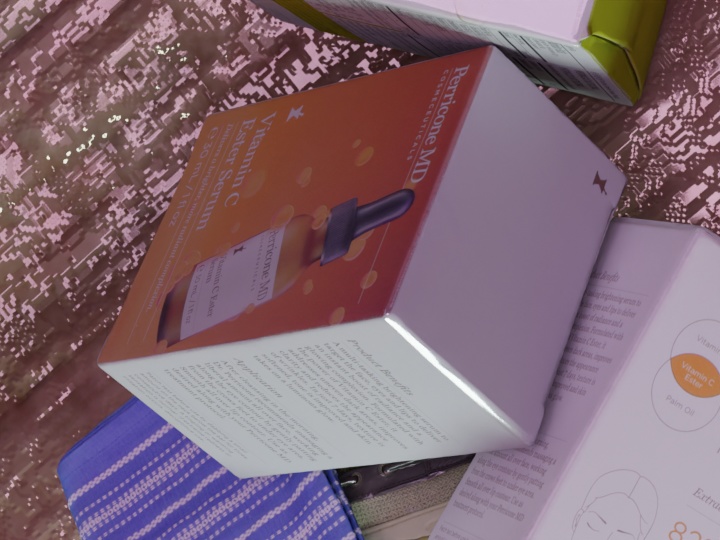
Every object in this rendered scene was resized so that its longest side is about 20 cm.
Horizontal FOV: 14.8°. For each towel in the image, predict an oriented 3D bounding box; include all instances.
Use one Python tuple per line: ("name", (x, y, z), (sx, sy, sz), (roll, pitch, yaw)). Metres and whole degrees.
("towel", (-0.074, 0.128, 1.375), (0.145, 0.024, 0.200), (-38, 48, 14))

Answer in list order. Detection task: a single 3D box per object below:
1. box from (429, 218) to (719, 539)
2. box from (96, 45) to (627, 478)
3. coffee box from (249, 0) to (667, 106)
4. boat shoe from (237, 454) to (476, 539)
("box", (0.145, 0.100, 1.267), (0.152, 0.106, 0.200), (32, 84, -17))
("box", (0.000, 0.000, 1.287), (0.200, 0.106, 0.153), (-11, 47, 45))
("coffee box", (0.051, -0.204, 1.284), (0.197, 0.200, 0.200), (14, 89, 14))
("boat shoe", (-0.003, 0.127, 1.388), (0.200, 0.072, 0.066), (-16, 58, 27))
